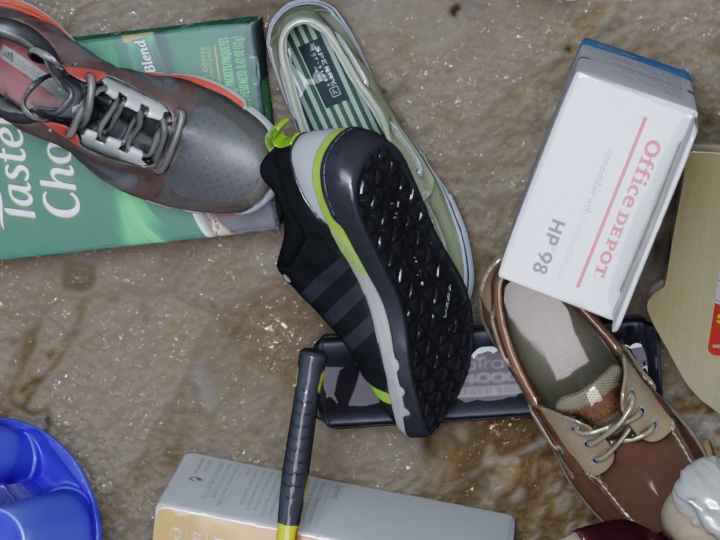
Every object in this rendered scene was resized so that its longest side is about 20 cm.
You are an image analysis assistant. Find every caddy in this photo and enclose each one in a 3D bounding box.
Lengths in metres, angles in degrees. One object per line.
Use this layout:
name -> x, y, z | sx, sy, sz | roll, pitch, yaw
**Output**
caddy -> -0.239, 0.176, 1.422 | 0.141, 0.105, 0.200 | 44, 103, 20

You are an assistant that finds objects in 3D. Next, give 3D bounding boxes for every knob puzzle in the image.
knob puzzle -> 0.255, 0.018, 1.355 | 0.219, 0.030, 0.220 | 2, 124, 2

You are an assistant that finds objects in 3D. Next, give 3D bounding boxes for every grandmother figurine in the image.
grandmother figurine -> 0.132, 0.174, 1.307 | 0.200, 0.061, 0.121 | -43, 133, 5

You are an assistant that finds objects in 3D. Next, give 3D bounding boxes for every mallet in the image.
mallet -> -0.040, 0.143, 1.303 | 0.041, 0.066, 0.200 | 8, 102, 6

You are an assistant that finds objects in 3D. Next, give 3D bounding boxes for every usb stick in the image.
usb stick -> 0.070, 0.058, 1.402 | 0.200, 0.033, 0.056 | -4, 93, 6

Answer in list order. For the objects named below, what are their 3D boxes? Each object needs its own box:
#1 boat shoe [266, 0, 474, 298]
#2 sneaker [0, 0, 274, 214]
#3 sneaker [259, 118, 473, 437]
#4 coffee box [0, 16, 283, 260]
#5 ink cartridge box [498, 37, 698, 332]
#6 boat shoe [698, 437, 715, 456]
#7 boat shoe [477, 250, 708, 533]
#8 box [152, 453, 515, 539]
boat shoe -> 0.000, -0.055, 1.369 | 0.072, 0.062, 0.200 | -28, 99, 10
sneaker -> -0.137, -0.080, 1.322 | 0.200, 0.082, 0.077 | 23, 101, 1
sneaker -> 0.000, 0.000, 1.341 | 0.083, 0.072, 0.200 | 7, 128, 35
coffee box -> -0.148, -0.072, 1.390 | 0.200, 0.044, 0.123 | -5, 101, 6
ink cartridge box -> 0.124, -0.049, 1.288 | 0.067, 0.200, 0.116 | 21, 103, 2
boat shoe -> 0.161, 0.192, 1.404 | 0.069, 0.071, 0.200 | 4, 93, 5
boat shoe -> 0.127, 0.076, 1.341 | 0.076, 0.072, 0.200 | -38, 85, 5
box -> -0.023, 0.205, 1.403 | 0.200, 0.106, 0.152 | 10, 102, 4
